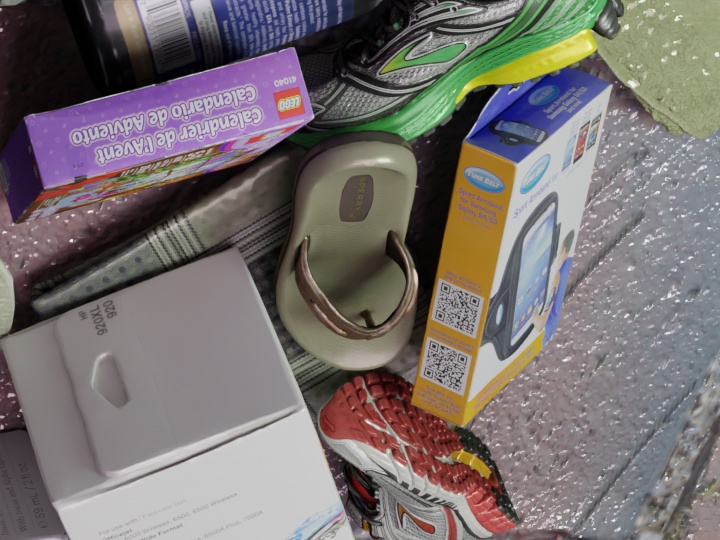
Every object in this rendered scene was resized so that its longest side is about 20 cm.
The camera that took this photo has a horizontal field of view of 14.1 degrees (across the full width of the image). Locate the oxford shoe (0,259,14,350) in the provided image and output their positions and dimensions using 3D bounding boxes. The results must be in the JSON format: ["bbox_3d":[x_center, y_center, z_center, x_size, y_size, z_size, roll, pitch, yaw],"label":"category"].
[{"bbox_3d":[-0.231,-0.009,1.542,0.075,0.058,0.201,-25,145,-12],"label":"oxford shoe"}]

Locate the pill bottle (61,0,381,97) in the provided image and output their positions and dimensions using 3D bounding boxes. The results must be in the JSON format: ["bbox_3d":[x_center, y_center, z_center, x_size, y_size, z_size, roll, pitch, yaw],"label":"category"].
[{"bbox_3d":[-0.053,-0.167,1.460,0.199,0.112,0.112,-20,129,-8],"label":"pill bottle"}]

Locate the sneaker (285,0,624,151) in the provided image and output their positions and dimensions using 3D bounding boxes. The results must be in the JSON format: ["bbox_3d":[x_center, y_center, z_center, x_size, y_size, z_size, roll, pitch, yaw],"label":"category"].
[{"bbox_3d":[0.033,-0.130,1.534,0.199,0.078,0.085,-26,132,11],"label":"sneaker"}]

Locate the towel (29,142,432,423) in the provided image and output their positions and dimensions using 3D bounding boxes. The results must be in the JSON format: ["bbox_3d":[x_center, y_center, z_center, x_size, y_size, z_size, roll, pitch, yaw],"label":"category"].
[{"bbox_3d":[-0.064,0.024,1.647,0.199,0.035,0.193,-29,131,3],"label":"towel"}]

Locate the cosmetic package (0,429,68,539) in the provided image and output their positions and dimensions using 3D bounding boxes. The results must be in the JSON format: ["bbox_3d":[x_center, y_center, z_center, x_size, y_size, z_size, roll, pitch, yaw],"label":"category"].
[{"bbox_3d":[-0.268,0.160,1.617,0.199,0.102,0.074,-10,127,-18],"label":"cosmetic package"}]

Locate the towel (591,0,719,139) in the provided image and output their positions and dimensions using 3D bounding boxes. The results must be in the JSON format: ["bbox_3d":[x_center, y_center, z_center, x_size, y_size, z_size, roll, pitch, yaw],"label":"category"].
[{"bbox_3d":[0.176,-0.170,1.604,0.148,0.037,0.200,-45,127,11],"label":"towel"}]

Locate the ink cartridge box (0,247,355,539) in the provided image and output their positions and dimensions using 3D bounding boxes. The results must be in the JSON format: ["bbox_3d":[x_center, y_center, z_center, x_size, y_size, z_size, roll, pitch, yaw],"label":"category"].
[{"bbox_3d":[-0.089,0.123,1.594,0.144,0.148,0.201,-22,131,-4],"label":"ink cartridge box"}]

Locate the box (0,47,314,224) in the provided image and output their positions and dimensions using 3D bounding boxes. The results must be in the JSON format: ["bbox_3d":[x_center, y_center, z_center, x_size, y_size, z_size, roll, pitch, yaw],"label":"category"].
[{"bbox_3d":[-0.108,-0.065,1.469,0.136,0.200,0.039,-16,89,-11],"label":"box"}]

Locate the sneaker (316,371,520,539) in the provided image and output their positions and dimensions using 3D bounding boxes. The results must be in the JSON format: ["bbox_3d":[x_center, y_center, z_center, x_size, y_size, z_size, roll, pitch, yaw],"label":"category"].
[{"bbox_3d":[0.023,0.126,1.710,0.082,0.078,0.200,-30,146,11],"label":"sneaker"}]

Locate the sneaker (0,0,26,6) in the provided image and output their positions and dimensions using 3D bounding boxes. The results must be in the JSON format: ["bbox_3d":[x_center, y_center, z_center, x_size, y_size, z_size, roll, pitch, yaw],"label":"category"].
[{"bbox_3d":[-0.217,-0.148,1.413,0.086,0.078,0.200,23,134,-28],"label":"sneaker"}]

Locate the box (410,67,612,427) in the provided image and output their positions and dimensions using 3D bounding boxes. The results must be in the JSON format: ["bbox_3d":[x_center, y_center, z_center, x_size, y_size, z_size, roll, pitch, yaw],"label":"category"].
[{"bbox_3d":[0.086,-0.024,1.628,0.119,0.041,0.201,-40,150,-49],"label":"box"}]

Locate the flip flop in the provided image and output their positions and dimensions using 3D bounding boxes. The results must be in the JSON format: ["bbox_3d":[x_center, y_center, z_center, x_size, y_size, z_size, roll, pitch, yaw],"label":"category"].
[{"bbox_3d":[0.000,0.000,1.563,0.081,0.058,0.200,-10,148,-11],"label":"flip flop"}]
